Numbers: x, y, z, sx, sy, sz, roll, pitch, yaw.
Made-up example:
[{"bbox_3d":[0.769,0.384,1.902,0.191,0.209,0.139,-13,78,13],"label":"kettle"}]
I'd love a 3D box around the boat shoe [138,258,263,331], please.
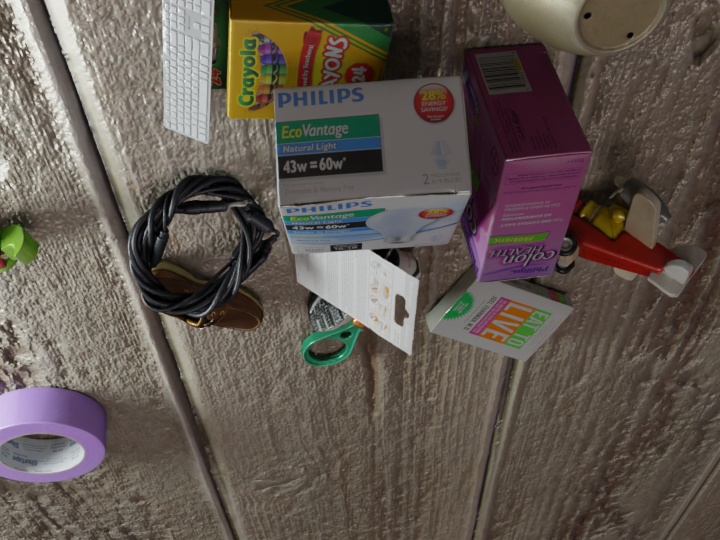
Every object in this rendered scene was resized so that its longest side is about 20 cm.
[{"bbox_3d":[-0.221,0.052,1.170,0.198,0.068,0.072,24,130,-36],"label":"boat shoe"}]

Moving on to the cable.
[{"bbox_3d":[-0.208,-0.025,1.054,0.199,0.051,0.163,-40,129,10],"label":"cable"}]

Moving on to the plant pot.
[{"bbox_3d":[0.228,-0.287,0.808,0.197,0.136,0.202,-6,141,-5],"label":"plant pot"}]

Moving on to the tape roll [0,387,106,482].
[{"bbox_3d":[-0.517,0.270,1.373,0.197,0.066,0.202,-8,142,-6],"label":"tape roll"}]

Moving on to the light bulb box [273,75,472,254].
[{"bbox_3d":[0.010,-0.106,0.912,0.195,0.127,0.200,-4,168,-1],"label":"light bulb box"}]

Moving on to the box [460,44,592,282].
[{"bbox_3d":[0.172,-0.120,0.966,0.095,0.178,0.201,-6,142,-6],"label":"box"}]

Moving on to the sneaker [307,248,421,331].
[{"bbox_3d":[0.005,0.034,1.203,0.199,0.075,0.079,-31,154,33],"label":"sneaker"}]

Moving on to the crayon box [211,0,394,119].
[{"bbox_3d":[-0.072,-0.222,0.883,0.196,0.051,0.128,-2,141,-11],"label":"crayon box"}]

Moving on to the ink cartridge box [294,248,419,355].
[{"bbox_3d":[0.000,0.000,1.079,0.198,0.050,0.162,30,146,21],"label":"ink cartridge box"}]

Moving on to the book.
[{"bbox_3d":[0.219,0.065,1.320,0.198,0.049,0.134,17,130,-28],"label":"book"}]

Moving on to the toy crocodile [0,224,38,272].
[{"bbox_3d":[-0.489,-0.017,1.025,0.196,0.062,0.068,-10,142,-1],"label":"toy crocodile"}]

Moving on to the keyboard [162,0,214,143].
[{"bbox_3d":[-0.179,-0.217,0.873,0.056,0.011,0.201,26,140,10],"label":"keyboard"}]

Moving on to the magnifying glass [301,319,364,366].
[{"bbox_3d":[-0.018,0.093,1.310,0.079,0.023,0.200,22,130,-35],"label":"magnifying glass"}]

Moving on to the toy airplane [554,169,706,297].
[{"bbox_3d":[0.366,-0.049,1.132,0.198,0.143,0.199,31,160,-25],"label":"toy airplane"}]
